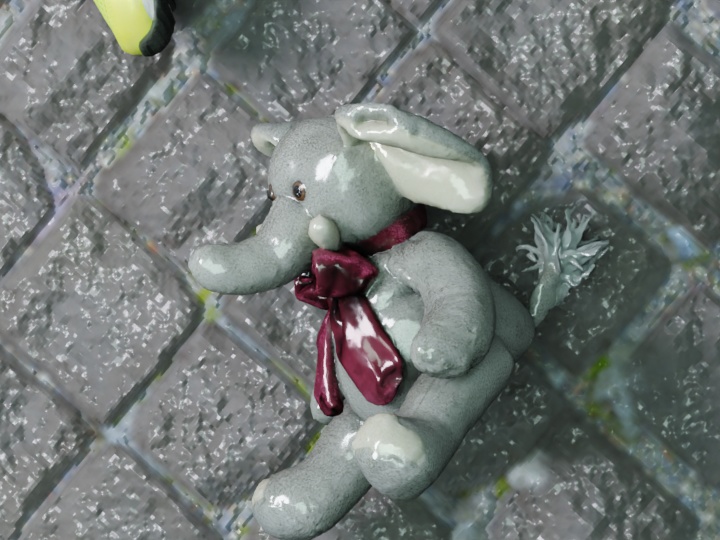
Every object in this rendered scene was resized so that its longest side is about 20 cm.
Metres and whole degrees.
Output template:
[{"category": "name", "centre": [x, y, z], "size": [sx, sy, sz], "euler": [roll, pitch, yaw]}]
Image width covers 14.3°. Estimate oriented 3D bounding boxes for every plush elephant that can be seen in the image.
[{"category": "plush elephant", "centre": [0.000, 0.000, 1.284], "size": [0.155, 0.165, 0.200], "euler": [45, 71, -6]}]

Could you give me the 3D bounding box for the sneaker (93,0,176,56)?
[{"category": "sneaker", "centre": [-0.158, -0.173, 1.345], "size": [0.090, 0.078, 0.200], "euler": [-32, 74, -5]}]
